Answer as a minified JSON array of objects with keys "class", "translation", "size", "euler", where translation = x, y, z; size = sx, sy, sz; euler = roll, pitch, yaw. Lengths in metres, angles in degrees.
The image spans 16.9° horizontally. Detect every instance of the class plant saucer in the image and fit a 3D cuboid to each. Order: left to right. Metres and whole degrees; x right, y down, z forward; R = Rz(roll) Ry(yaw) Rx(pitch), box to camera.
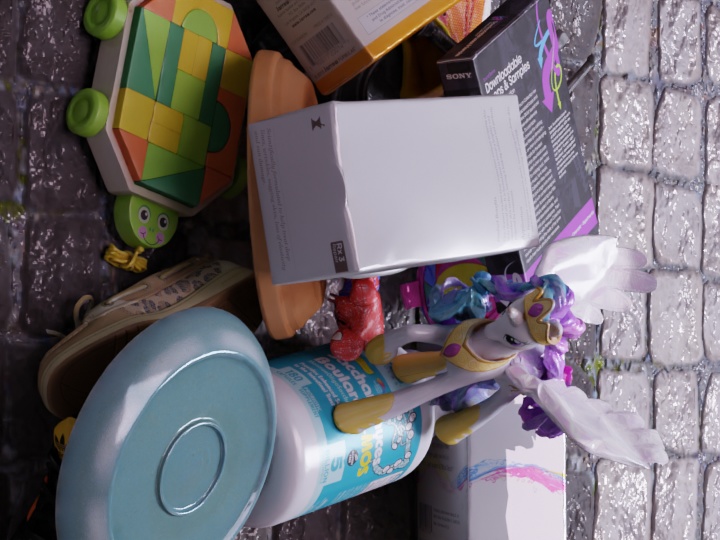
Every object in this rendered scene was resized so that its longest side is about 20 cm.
[{"class":"plant saucer","translation":[-0.115,0.123,1.548],"size":[0.200,0.027,0.201],"euler":[-30,130,-43]},{"class":"plant saucer","translation":[-0.048,-0.053,1.681],"size":[0.200,0.037,0.201],"euler":[-3,90,-86]}]

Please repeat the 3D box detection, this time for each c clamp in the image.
[{"class":"c clamp","translation":[0.069,-0.137,1.850],"size":[0.200,0.027,0.171],"euler":[30,95,-39]}]

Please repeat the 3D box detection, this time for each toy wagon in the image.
[{"class":"toy wagon","translation":[-0.133,-0.097,1.663],"size":[0.155,0.039,0.201],"euler":[23,71,-47]}]

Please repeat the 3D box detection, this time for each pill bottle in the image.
[{"class":"pill bottle","translation":[-0.022,0.109,1.732],"size":[0.200,0.110,0.111],"euler":[-15,100,-49]}]

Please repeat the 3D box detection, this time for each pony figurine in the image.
[{"class":"pony figurine","translation":[0.107,0.062,1.654],"size":[0.192,0.200,0.167],"euler":[11,63,-44]}]

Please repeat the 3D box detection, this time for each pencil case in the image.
[{"class":"pencil case","translation":[0.112,0.003,1.894],"size":[0.200,0.088,0.089],"euler":[-6,93,-61]}]

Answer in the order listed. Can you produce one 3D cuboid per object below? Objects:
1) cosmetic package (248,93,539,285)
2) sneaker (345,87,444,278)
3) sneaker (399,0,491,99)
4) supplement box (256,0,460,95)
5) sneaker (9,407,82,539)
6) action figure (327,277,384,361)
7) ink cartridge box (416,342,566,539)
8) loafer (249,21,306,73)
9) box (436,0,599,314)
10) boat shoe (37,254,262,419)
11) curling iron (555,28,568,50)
[{"class":"cosmetic package","translation":[0.025,-0.056,1.614],"size":[0.199,0.081,0.114],"euler":[-5,86,-48]},{"class":"sneaker","translation":[0.012,-0.055,1.736],"size":[0.200,0.099,0.075],"euler":[-53,125,-45]},{"class":"sneaker","translation":[0.063,-0.223,1.872],"size":[0.077,0.073,0.201],"euler":[-4,92,-53]},{"class":"supplement box","translation":[-0.027,-0.243,1.707],"size":[0.126,0.073,0.200],"euler":[-37,94,-36]},{"class":"sneaker","translation":[-0.184,0.137,1.546],"size":[0.200,0.070,0.090],"euler":[-51,139,-22]},{"class":"action figure","translation":[0.000,0.000,1.755],"size":[0.200,0.051,0.066],"euler":[-84,172,-54]},{"class":"ink cartridge box","translation":[0.098,0.149,1.836],"size":[0.084,0.144,0.201],"euler":[-1,89,-13]},{"class":"loafer","translation":[-0.018,-0.212,1.792],"size":[0.070,0.068,0.200],"euler":[42,59,10]},{"class":"box","translation":[0.119,-0.088,1.788],"size":[0.143,0.036,0.201],"euler":[-44,127,-53]},{"class":"boat shoe","translation":[-0.148,0.044,1.634],"size":[0.200,0.063,0.074],"euler":[-24,133,-45]},{"class":"curling iron","translation":[0.094,-0.103,1.850],"size":[0.200,0.026,0.050],"euler":[-56,158,-4]}]
